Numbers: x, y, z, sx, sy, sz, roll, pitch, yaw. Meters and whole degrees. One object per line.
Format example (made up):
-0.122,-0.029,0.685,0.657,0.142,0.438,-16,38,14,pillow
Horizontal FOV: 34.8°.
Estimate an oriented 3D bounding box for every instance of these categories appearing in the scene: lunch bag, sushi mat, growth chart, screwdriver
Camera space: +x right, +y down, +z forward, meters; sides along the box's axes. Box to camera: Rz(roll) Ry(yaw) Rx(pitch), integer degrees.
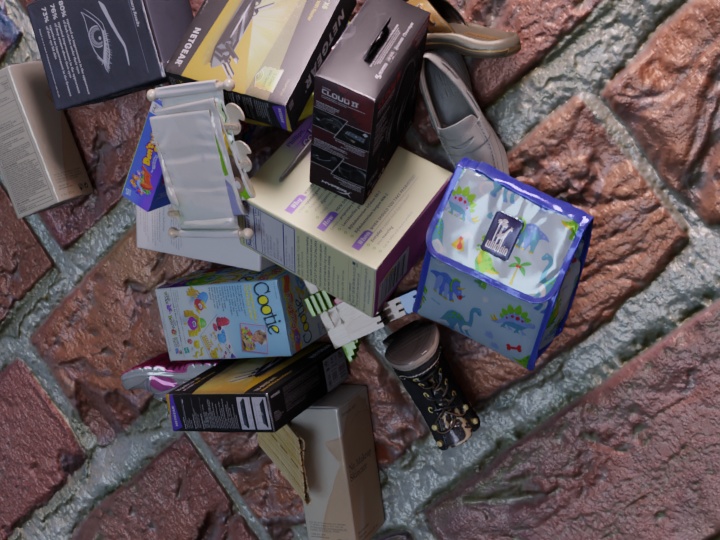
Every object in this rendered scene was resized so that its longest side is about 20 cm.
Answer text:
0.166,-0.013,1.323,0.169,0.127,0.202,26,127,18,lunch bag
-0.108,0.232,1.550,0.200,0.012,0.097,-146,49,-62,sushi mat
-0.180,-0.123,1.319,0.143,0.018,0.202,7,117,28,growth chart
-0.045,-0.177,1.382,0.029,0.201,0.028,5,141,54,screwdriver

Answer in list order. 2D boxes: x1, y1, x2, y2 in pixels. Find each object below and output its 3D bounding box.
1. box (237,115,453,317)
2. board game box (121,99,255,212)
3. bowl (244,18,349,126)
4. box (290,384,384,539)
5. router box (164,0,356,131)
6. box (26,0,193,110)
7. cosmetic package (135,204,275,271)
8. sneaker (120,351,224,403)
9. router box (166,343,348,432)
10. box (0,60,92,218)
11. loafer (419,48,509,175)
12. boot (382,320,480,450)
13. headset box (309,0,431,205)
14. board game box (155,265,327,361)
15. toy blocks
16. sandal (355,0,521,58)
-0.019,-0.073,1.379,0.199,0.176,0.097,28,147,17,box
-0.206,-0.162,1.452,0.045,0.200,0.135,32,117,15,board game box
-0.103,-0.247,1.413,0.199,0.201,0.108,26,157,19,bowl
-0.031,0.262,1.544,0.077,0.095,0.203,-1,105,27,box
-0.113,-0.273,1.336,0.156,0.202,0.052,17,155,15,router box
-0.323,-0.309,1.528,0.198,0.104,0.150,-9,100,29,box
-0.189,-0.064,1.526,0.198,0.107,0.086,9,108,24,cosmetic package
-0.258,0.168,1.645,0.198,0.081,0.089,-3,101,29,sneaker
-0.130,0.150,1.493,0.156,0.200,0.053,-4,103,28,router box
-0.473,-0.188,1.649,0.094,0.078,0.202,-15,97,31,box
0.117,-0.166,1.353,0.069,0.070,0.202,-23,93,31,loafer
0.090,0.143,1.401,0.073,0.200,0.152,-30,95,-5,boot
0.009,-0.197,1.282,0.077,0.150,0.201,24,147,10,headset box
-0.159,0.054,1.545,0.198,0.103,0.106,-4,102,29,board game box
0.000,0.000,1.462,0.136,0.100,0.202,-25,92,19,toy blocks
0.090,-0.288,1.326,0.198,0.080,0.055,13,122,18,sandal
